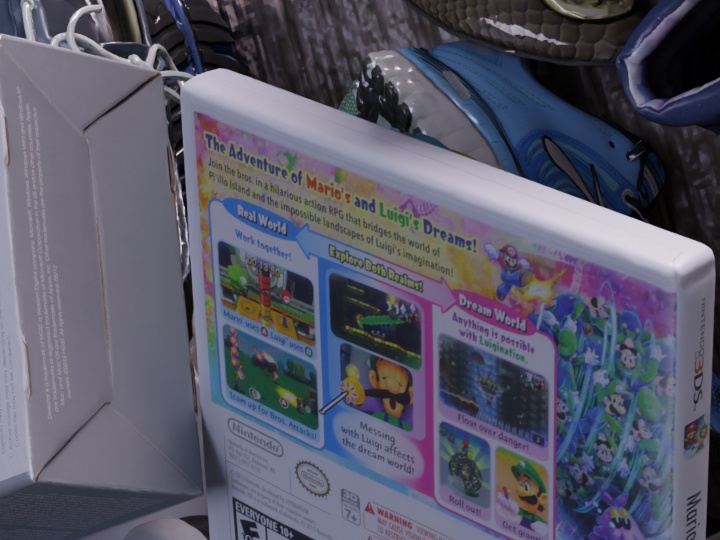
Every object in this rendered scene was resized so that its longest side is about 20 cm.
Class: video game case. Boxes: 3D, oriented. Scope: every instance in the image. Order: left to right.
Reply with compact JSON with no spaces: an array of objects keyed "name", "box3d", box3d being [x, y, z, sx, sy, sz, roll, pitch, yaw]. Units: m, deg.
[{"name":"video game case","box3d":[0.024,0.047,0.886,0.200,0.024,0.183,23,126,38]}]

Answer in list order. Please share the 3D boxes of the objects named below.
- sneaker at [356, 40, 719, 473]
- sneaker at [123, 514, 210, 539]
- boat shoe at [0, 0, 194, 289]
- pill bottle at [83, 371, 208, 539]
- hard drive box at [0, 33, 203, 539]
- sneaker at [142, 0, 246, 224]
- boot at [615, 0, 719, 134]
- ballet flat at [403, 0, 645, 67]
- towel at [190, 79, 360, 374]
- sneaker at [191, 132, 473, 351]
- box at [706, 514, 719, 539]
[{"name":"sneaker","box3d":[0.081,-0.016,1.005,0.200,0.090,0.078,56,157,25]},{"name":"sneaker","box3d":[0.007,0.156,0.991,0.200,0.112,0.073,54,133,31]},{"name":"boat shoe","box3d":[-0.102,-0.075,1.077,0.062,0.075,0.201,-35,61,36]},{"name":"pill bottle","box3d":[-0.128,0.058,1.120,0.200,0.111,0.112,20,103,60]},{"name":"hard drive box","box3d":[-0.153,0.026,1.005,0.200,0.077,0.156,-21,68,42]},{"name":"sneaker","box3d":[-0.101,-0.098,1.173,0.078,0.075,0.201,-22,71,50]},{"name":"boot","box3d":[0.181,-0.099,0.929,0.200,0.090,0.073,-37,69,32]},{"name":"ballet flat","box3d":[0.031,-0.129,1.064,0.200,0.067,0.046,35,123,39]},{"name":"towel","box3d":[-0.005,0.043,1.115,0.149,0.031,0.200,49,118,28]},{"name":"sneaker","box3d":[0.000,0.000,0.984,0.200,0.079,0.131,24,137,47]},{"name":"box","box3d":[0.032,0.108,1.061,0.200,0.035,0.110,24,111,28]}]
